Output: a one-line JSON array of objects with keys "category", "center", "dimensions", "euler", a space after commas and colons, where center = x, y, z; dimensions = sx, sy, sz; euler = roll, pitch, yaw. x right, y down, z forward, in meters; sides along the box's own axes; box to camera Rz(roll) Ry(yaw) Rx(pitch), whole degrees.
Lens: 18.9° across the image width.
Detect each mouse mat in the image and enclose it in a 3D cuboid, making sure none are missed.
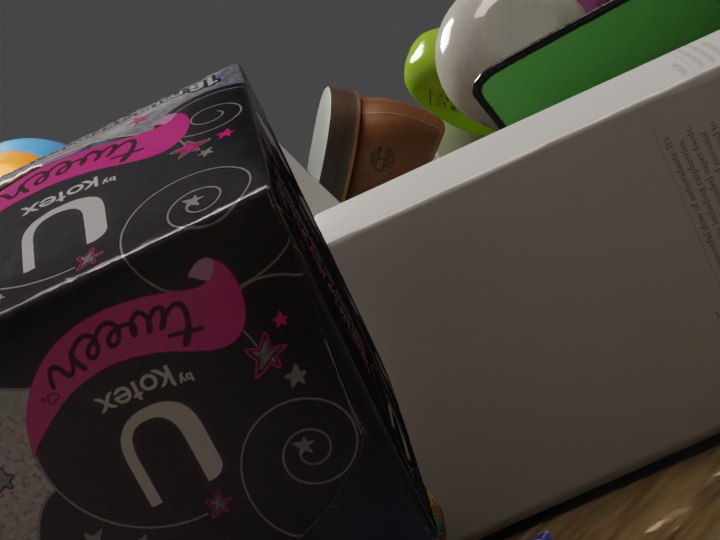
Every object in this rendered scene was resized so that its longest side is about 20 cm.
[{"category": "mouse mat", "center": [0.157, -0.077, 1.032], "dimensions": [0.160, 0.008, 0.200], "euler": [-27, -35, 13]}]

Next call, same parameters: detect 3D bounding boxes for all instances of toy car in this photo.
[{"category": "toy car", "center": [0.126, -0.120, 1.148], "dimensions": [0.198, 0.151, 0.175], "euler": [8, -15, 4]}]

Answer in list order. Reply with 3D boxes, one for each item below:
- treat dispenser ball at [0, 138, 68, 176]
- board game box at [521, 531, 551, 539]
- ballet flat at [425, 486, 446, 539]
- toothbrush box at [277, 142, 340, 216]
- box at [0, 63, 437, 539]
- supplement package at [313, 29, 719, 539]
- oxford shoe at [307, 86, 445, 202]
[{"category": "treat dispenser ball", "center": [-0.327, -0.030, 2.148], "dimensions": [0.199, 0.202, 0.201], "euler": [-24, 7, 3]}, {"category": "board game box", "center": [-0.043, 0.138, 0.579], "dimensions": [0.199, 0.035, 0.135], "euler": [-23, 7, 18]}, {"category": "ballet flat", "center": [-0.040, 0.105, 0.781], "dimensions": [0.065, 0.071, 0.199], "euler": [3, -8, -36]}, {"category": "toothbrush box", "center": [-0.102, 0.045, 0.979], "dimensions": [0.200, 0.085, 0.146], "euler": [-47, 1, 31]}, {"category": "box", "center": [-0.095, 0.048, 0.657], "dimensions": [0.199, 0.133, 0.115], "euler": [-25, 25, 2]}, {"category": "supplement package", "center": [0.090, 0.000, 0.794], "dimensions": [0.199, 0.122, 0.120], "euler": [-24, 7, 5]}, {"category": "oxford shoe", "center": [0.000, 0.000, 1.093], "dimensions": [0.071, 0.201, 0.072], "euler": [6, 42, -10]}]
